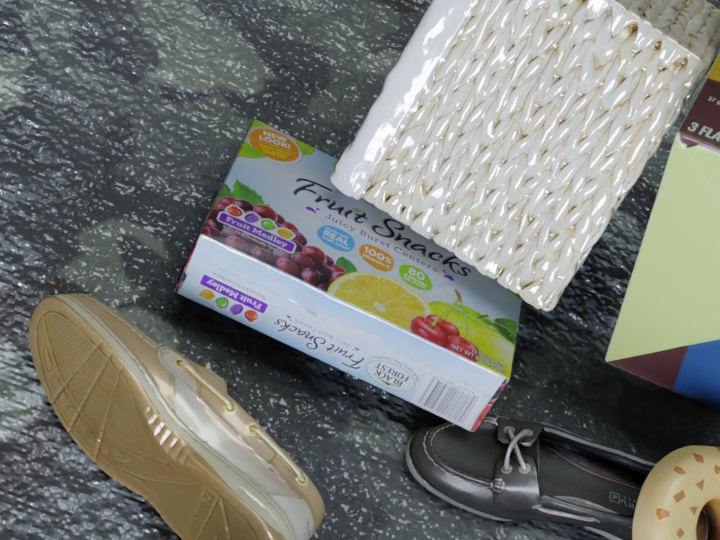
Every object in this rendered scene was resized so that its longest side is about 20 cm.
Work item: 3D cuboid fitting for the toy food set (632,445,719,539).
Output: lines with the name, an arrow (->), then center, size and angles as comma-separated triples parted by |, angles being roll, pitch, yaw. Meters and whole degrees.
toy food set -> 0.237, 0.200, 0.923 | 0.197, 0.049, 0.201 | 6, 75, -28

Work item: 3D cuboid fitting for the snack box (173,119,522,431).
snack box -> 0.000, 0.000, 0.981 | 0.199, 0.053, 0.142 | 26, 33, -6

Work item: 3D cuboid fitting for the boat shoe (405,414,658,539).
boat shoe -> 0.128, 0.123, 0.964 | 0.199, 0.057, 0.067 | 19, 49, -12

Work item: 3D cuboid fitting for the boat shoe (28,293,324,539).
boat shoe -> -0.101, 0.085, 0.882 | 0.200, 0.074, 0.069 | 46, 38, 11

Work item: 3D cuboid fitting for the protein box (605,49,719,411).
protein box -> 0.259, -0.047, 0.950 | 0.134, 0.199, 0.200 | 23, 50, 14

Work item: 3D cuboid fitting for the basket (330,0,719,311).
basket -> 0.115, -0.114, 1.000 | 0.160, 0.201, 0.198 | 32, 23, 6
